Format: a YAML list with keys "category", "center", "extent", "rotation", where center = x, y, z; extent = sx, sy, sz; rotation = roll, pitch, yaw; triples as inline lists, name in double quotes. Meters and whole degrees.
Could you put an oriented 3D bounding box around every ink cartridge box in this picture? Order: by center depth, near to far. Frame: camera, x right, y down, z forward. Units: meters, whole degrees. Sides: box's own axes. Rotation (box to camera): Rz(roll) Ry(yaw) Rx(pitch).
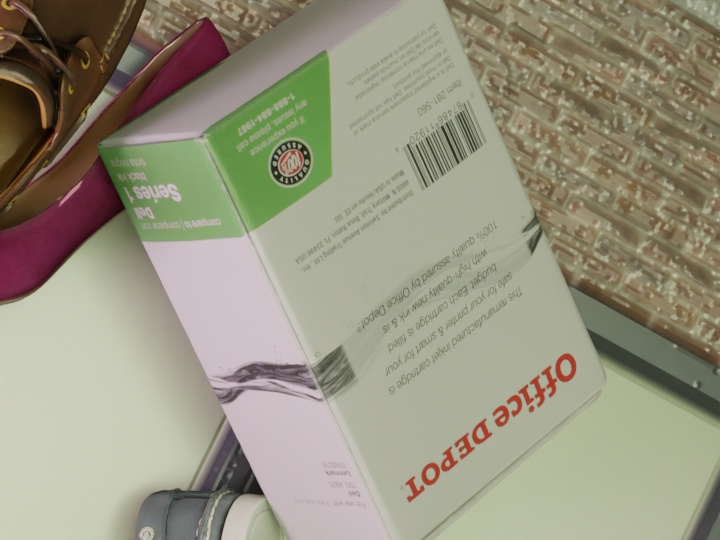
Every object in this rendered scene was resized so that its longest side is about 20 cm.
- category: "ink cartridge box"
  center: [0.000, 0.000, 1.244]
  extent: [0.146, 0.084, 0.201]
  rotation: [-36, 110, -34]

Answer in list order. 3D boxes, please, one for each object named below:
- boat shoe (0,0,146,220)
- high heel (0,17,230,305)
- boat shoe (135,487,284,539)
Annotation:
- category: "boat shoe"
  center: [-0.135, -0.078, 1.174]
  extent: [0.072, 0.068, 0.200]
  rotation: [36, 77, -20]
- category: "high heel"
  center: [-0.139, -0.042, 1.242]
  extent: [0.200, 0.067, 0.097]
  rotation: [-17, 105, -31]
- category: "boat shoe"
  center: [-0.079, 0.192, 1.275]
  extent: [0.062, 0.073, 0.201]
  rotation: [10, 93, 19]
